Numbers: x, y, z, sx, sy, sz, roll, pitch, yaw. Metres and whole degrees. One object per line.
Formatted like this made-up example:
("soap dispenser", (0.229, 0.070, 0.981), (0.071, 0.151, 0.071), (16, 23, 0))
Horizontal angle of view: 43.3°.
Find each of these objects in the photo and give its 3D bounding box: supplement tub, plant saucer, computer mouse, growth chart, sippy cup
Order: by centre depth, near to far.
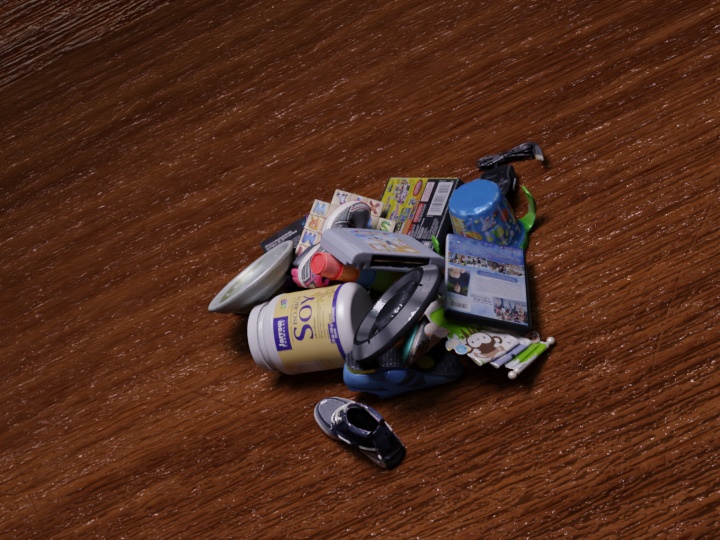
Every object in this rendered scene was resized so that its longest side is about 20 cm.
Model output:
("growth chart", (0.194, 0.098, 1.447), (0.199, 0.018, 0.145), (33, 45, 20))
("supplement tub", (-0.083, 0.105, 1.596), (0.199, 0.146, 0.146), (-10, 42, 22))
("sippy cup", (0.221, -0.088, 1.635), (0.139, 0.131, 0.178), (13, 55, 40))
("plant saucer", (-0.191, 0.025, 1.681), (0.200, 0.050, 0.200), (-36, 12, 9))
("computer mouse", (0.294, -0.180, 1.763), (0.140, 0.046, 0.200), (-19, 28, 19))

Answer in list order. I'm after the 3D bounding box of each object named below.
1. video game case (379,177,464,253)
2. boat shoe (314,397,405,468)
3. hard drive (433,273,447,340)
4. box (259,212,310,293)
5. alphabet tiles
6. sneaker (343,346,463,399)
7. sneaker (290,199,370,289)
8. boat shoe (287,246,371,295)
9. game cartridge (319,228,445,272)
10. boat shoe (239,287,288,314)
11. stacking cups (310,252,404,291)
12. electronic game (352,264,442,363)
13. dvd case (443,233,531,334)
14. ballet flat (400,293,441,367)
("video game case", (0.093, -0.087, 1.737), (0.180, 0.025, 0.201), (6, 68, 43))
("boat shoe", (-0.016, 0.235, 1.455), (0.199, 0.093, 0.075), (22, 60, 44))
("hard drive", (0.174, 0.058, 1.574), (0.199, 0.042, 0.135), (-4, 45, 28))
("box", (-0.115, -0.033, 1.856), (0.142, 0.036, 0.200), (-31, 40, -2))
("alphabet tiles", (-0.030, -0.057, 1.723), (0.165, 0.006, 0.201), (16, 67, 6))
("sneaker", (0.071, 0.173, 1.505), (0.198, 0.079, 0.066), (-1, 37, 4))
("sneaker", (-0.039, -0.042, 1.658), (0.074, 0.081, 0.201), (11, 59, 49))
("boat shoe", (-0.070, 0.010, 1.729), (0.199, 0.062, 0.075), (26, 70, 23))
("game cartridge", (0.036, -0.036, 1.591), (0.199, 0.042, 0.133), (3, 24, -34))
("boat shoe", (-0.181, 0.069, 1.762), (0.199, 0.073, 0.063), (9, 57, 51))
("stacking cups", (0.000, 0.000, 1.611), (0.060, 0.199, 0.061), (-12, 72, 42))
("electronic game", (0.057, 0.069, 1.451), (0.200, 0.042, 0.200), (-46, 11, 12))
("dvd case", (0.210, 0.019, 1.510), (0.142, 0.018, 0.201), (12, 41, -3))
("ballet flat", (0.108, 0.084, 1.503), (0.072, 0.072, 0.201), (-13, 40, 18))
